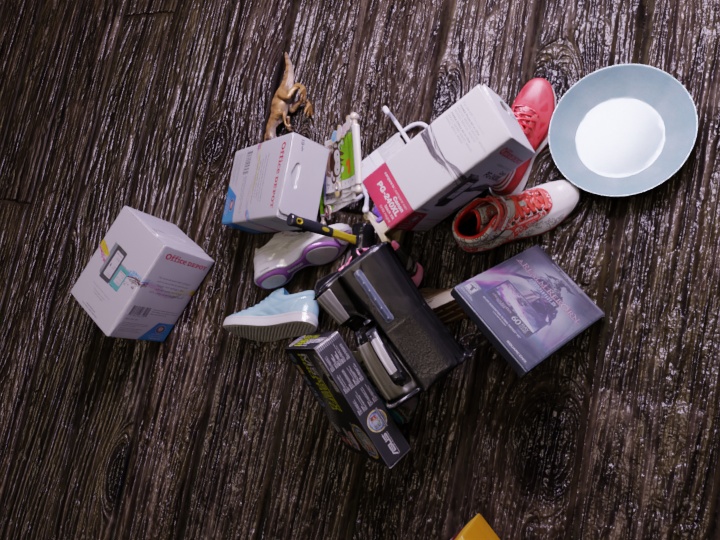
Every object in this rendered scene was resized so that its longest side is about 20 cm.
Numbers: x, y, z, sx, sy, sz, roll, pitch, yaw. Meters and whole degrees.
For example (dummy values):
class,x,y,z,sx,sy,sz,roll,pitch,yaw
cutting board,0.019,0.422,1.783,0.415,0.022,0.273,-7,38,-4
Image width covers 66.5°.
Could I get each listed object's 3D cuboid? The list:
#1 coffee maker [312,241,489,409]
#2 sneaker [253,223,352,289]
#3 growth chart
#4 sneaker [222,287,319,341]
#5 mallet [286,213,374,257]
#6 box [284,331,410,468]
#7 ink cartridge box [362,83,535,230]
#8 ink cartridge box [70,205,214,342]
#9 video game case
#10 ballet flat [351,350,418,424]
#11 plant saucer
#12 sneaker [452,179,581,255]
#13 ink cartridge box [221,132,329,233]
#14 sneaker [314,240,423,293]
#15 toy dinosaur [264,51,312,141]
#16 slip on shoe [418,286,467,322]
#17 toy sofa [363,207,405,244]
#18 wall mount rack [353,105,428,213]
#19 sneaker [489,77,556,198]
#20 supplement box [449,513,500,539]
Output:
class,x,y,z,sx,sy,sz,roll,pitch,yaw
coffee maker,0.060,0.060,0.790,0.191,0.135,0.201,-33,87,-16
sneaker,-0.111,-0.047,0.984,0.198,0.075,0.101,-24,54,10
growth chart,-0.038,-0.169,0.933,0.200,0.017,0.147,154,110,-64
sneaker,-0.157,0.076,0.993,0.197,0.074,0.083,-6,55,23
mallet,-0.042,-0.070,0.893,0.041,0.199,0.067,0,73,39
box,-0.026,0.187,0.821,0.044,0.160,0.202,-34,98,-23
ink cartridge box,0.124,-0.143,0.751,0.199,0.145,0.084,-35,76,26
ink cartridge box,-0.420,0.011,1.068,0.145,0.146,0.201,37,95,25
video game case,0.236,0.047,0.765,0.143,0.198,0.019,51,143,22
ballet flat,0.012,0.172,0.902,0.199,0.072,0.073,29,92,25
plant saucer,0.384,-0.203,0.816,0.198,0.039,0.205,-5,78,22
sneaker,0.232,-0.086,0.822,0.199,0.108,0.068,-25,72,17
ink cartridge box,-0.154,-0.147,0.974,0.199,0.084,0.147,0,78,51
sneaker,0.000,0.000,0.900,0.197,0.096,0.080,-15,42,26
toy dinosaur,-0.143,-0.341,1.062,0.105,0.060,0.203,13,85,26
slip on shoe,0.112,0.053,0.874,0.198,0.076,0.061,-27,53,21
toy sofa,0.102,-0.128,0.901,0.199,0.083,0.098,-36,70,14
wall mount rack,0.037,-0.180,0.932,0.199,0.074,0.175,-37,55,14
sneaker,0.245,-0.215,0.836,0.077,0.115,0.203,15,87,25
supplement box,0.143,0.490,0.738,0.200,0.133,0.198,-45,67,10
